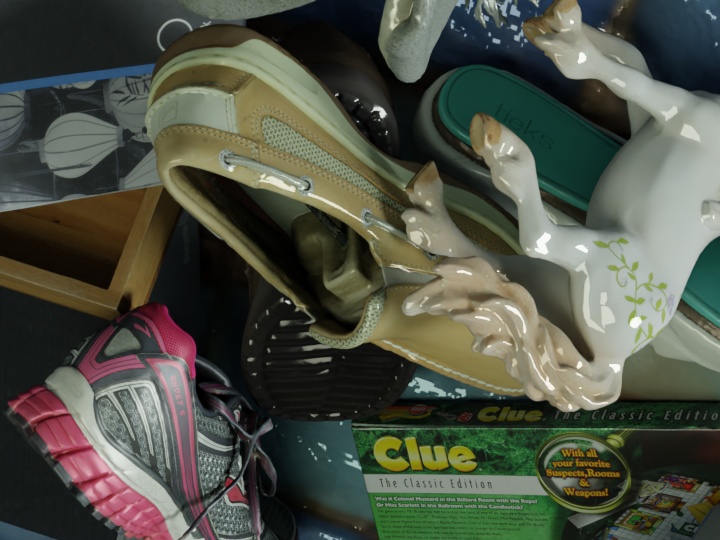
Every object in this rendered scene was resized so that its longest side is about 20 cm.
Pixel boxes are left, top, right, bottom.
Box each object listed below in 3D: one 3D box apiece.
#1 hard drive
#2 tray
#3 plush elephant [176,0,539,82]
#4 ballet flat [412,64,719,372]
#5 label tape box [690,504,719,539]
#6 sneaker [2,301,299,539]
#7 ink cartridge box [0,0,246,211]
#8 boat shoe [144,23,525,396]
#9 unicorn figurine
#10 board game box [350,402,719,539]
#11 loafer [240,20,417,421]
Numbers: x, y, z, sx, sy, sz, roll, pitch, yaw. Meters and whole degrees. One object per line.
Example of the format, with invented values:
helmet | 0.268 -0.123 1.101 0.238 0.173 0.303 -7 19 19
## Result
hard drive | -0.140 0.035 0.940 0.134 0.042 0.201 16 124 13
tray | -0.168 -0.053 0.869 0.199 0.099 0.037 17 167 14
plush elephant | 0.007 -0.152 0.689 0.199 0.166 0.155 29 168 -14
ballet flat | 0.106 -0.007 0.806 0.199 0.069 0.070 32 126 7
label tape box | 0.189 0.158 0.837 0.199 0.066 0.144 -12 115 16
sneaker | -0.066 0.083 0.878 0.081 0.075 0.200 44 176 29
ink cartridge box | -0.138 -0.070 0.767 0.199 0.039 0.100 -11 124 -20
boat shoe | 0.000 0.000 0.753 0.199 0.076 0.072 34 129 -27
unicorn figurine | 0.106 -0.034 0.746 0.137 0.074 0.200 39 82 -6
board game box | 0.099 0.104 0.892 0.199 0.023 0.105 -1 121 23
loafer | -0.010 -0.017 0.846 0.072 0.071 0.201 2 136 -4
